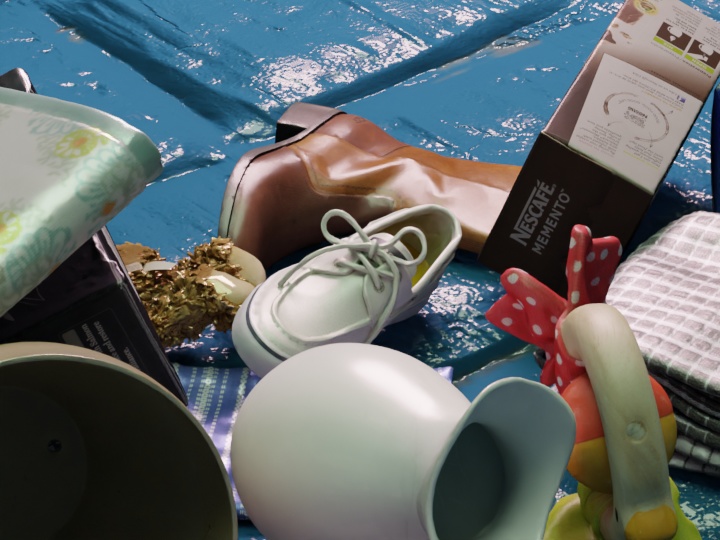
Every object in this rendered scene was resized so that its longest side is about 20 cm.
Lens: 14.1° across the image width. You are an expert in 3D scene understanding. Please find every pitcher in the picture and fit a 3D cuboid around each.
[{"bbox_3d":[0.014,0.128,1.509,0.121,0.173,0.200,12,-1,-35],"label":"pitcher"}]

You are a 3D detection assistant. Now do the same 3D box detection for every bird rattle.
[{"bbox_3d":[0.132,0.075,1.508,0.112,0.201,0.163,-2,-2,-8],"label":"bird rattle"}]

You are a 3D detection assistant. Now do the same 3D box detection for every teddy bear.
[{"bbox_3d":[-0.147,0.025,1.757,0.199,0.067,0.145,-9,20,-11],"label":"teddy bear"}]

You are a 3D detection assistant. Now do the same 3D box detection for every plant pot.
[{"bbox_3d":[-0.174,0.121,1.487,0.199,0.201,0.134,-12,18,-13],"label":"plant pot"}]

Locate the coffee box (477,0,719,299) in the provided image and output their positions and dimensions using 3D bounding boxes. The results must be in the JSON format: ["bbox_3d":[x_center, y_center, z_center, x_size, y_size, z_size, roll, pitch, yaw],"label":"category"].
[{"bbox_3d":[0.156,-0.078,1.823,0.080,0.113,0.200,29,39,4],"label":"coffee box"}]

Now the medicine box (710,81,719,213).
[{"bbox_3d":[0.348,-0.099,1.877,0.199,0.103,0.182,10,33,25],"label":"medicine box"}]

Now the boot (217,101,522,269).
[{"bbox_3d":[0.020,-0.026,1.861,0.199,0.069,0.188,17,31,15],"label":"boot"}]

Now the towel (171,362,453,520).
[{"bbox_3d":[-0.049,0.095,1.669,0.199,0.024,0.145,0,31,8],"label":"towel"}]

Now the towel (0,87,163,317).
[{"bbox_3d":[-0.223,-0.028,1.538,0.199,0.048,0.171,14,51,43],"label":"towel"}]

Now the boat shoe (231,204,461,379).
[{"bbox_3d":[0.004,0.003,1.709,0.075,0.086,0.202,46,34,13],"label":"boat shoe"}]

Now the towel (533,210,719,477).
[{"bbox_3d":[0.222,0.046,1.658,0.199,0.086,0.165,16,36,31],"label":"towel"}]

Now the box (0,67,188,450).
[{"bbox_3d":[-0.229,0.024,1.629,0.199,0.118,0.197,-27,47,-2],"label":"box"}]
